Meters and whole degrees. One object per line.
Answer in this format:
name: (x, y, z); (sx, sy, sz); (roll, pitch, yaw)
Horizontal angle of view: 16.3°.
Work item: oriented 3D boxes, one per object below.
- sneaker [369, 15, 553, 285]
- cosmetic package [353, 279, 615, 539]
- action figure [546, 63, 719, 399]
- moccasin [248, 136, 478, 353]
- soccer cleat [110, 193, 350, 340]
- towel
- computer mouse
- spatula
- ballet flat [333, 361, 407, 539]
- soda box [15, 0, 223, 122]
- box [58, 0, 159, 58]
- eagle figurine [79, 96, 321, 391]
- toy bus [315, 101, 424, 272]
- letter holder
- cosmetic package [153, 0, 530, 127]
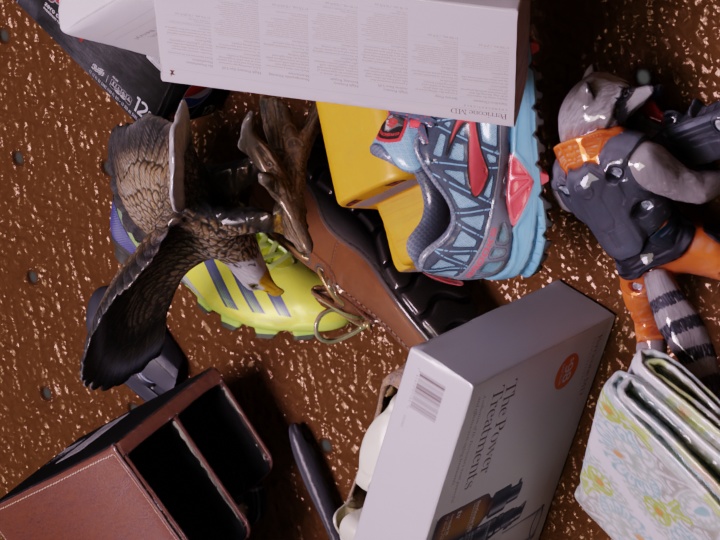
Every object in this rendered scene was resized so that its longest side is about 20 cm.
sneaker: (0.052, -0.088, 1.414); (0.079, 0.095, 0.201); (-151, 52, -74)
cosmetic package: (0.068, 0.118, 1.504); (0.052, 0.151, 0.201); (31, 123, 25)
action figure: (0.181, -0.032, 1.394); (0.200, 0.105, 0.194); (-30, 95, 45)
moccasin: (-0.001, 0.000, 1.569); (0.201, 0.074, 0.078); (41, 126, 23)
soccer cleat: (-0.086, -0.017, 1.642); (0.200, 0.065, 0.084); (25, 117, 31)
towel: (0.200, 0.143, 1.420); (0.171, 0.048, 0.200); (47, 161, 19)
computer mouse: (-0.131, 0.095, 1.737); (0.200, 0.034, 0.059); (52, 129, 12)
spatula: (-0.015, 0.198, 1.675); (0.020, 0.057, 0.201); (-15, 87, 14)
ballet flat: (0.016, 0.140, 1.608); (0.068, 0.067, 0.201); (29, 122, 29)
soda box: (-0.170, -0.182, 1.648); (0.200, 0.071, 0.063); (45, 129, 19)
box: (-0.079, -0.250, 1.461); (0.200, 0.130, 0.200); (-26, 65, 37)
eagle figurine: (-0.109, -0.023, 1.541); (0.199, 0.152, 0.152); (-20, 98, 34)
toy bus: (0.018, -0.102, 1.503); (0.065, 0.078, 0.201); (-22, 74, 41)
letter holder: (-0.141, 0.173, 1.708); (0.142, 0.100, 0.200); (56, 143, -4)
cosmetic package: (-0.009, -0.135, 1.351); (0.199, 0.051, 0.083); (8, 134, 9)
